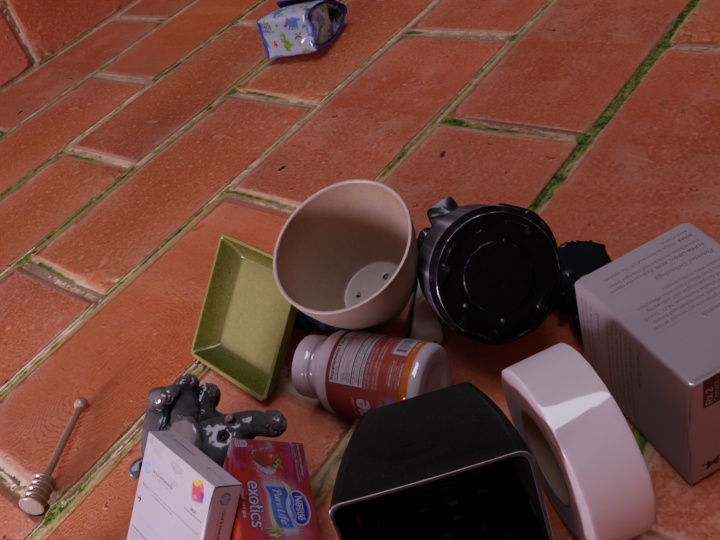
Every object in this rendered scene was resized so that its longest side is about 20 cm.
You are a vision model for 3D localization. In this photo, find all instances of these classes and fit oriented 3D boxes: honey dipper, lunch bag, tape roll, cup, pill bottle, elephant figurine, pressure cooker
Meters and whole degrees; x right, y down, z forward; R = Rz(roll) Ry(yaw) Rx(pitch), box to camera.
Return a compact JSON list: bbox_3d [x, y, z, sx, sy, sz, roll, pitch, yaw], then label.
[{"bbox_3d":[-0.450,0.266,1.175,0.037,0.038,0.202,-10,38,14],"label":"honey dipper"},{"bbox_3d":[-0.146,-0.644,2.055,0.167,0.129,0.200,1,30,30],"label":"lunch bag"},{"bbox_3d":[0.221,0.182,0.820,0.070,0.205,0.203,-23,37,-4],"label":"tape roll"},{"bbox_3d":[0.000,0.000,1.076,0.197,0.144,0.203,-13,56,19],"label":"cup"},{"bbox_3d":[0.011,0.140,1.043,0.197,0.113,0.113,6,45,31],"label":"pill bottle"},{"bbox_3d":[-0.200,0.228,1.016,0.140,0.158,0.199,-9,24,-35],"label":"elephant figurine"},{"bbox_3d":[0.161,-0.004,1.054,0.175,0.180,0.200,9,4,-4],"label":"pressure cooker"}]

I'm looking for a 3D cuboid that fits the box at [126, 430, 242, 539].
[{"bbox_3d":[-0.210,0.306,0.895,0.041,0.204,0.155,6,8,-43],"label":"box"}]

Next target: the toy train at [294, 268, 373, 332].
[{"bbox_3d":[-0.045,0.042,1.215,0.197,0.087,0.115,13,58,34],"label":"toy train"}]

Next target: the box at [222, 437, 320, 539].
[{"bbox_3d":[-0.106,0.299,0.894,0.094,0.101,0.201,9,32,-20],"label":"box"}]

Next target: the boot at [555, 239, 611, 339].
[{"bbox_3d":[0.346,0.013,1.073,0.195,0.074,0.163,-19,32,1],"label":"boot"}]

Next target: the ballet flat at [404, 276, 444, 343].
[{"bbox_3d":[0.103,0.034,1.174,0.068,0.070,0.202,-8,44,17],"label":"ballet flat"}]

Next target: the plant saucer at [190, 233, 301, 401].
[{"bbox_3d":[-0.163,0.067,1.196,0.198,0.047,0.203,22,98,42],"label":"plant saucer"}]

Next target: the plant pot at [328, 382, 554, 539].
[{"bbox_3d":[0.087,0.238,0.839,0.196,0.203,0.178,-17,25,6],"label":"plant pot"}]

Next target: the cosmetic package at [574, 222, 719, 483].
[{"bbox_3d":[0.371,0.087,0.890,0.163,0.167,0.201,-26,39,-8],"label":"cosmetic package"}]
